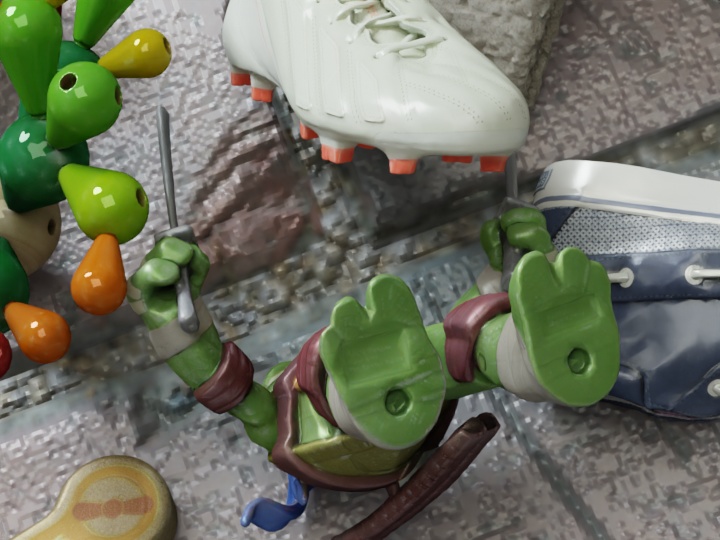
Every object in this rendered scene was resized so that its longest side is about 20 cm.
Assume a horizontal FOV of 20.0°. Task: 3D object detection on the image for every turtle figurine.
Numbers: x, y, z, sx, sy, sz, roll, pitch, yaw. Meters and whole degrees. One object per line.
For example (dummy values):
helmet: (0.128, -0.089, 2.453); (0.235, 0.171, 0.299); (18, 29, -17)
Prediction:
turtle figurine: (0.000, 0.000, 0.719); (0.144, 0.194, 0.201); (25, 79, -19)

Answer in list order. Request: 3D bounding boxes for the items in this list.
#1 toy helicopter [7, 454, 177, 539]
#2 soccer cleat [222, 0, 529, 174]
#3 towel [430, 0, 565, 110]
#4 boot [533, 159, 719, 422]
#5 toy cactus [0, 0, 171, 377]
toy helicopter: (-0.162, 0.131, 0.777); (0.200, 0.079, 0.132); (-34, 61, -17)
soccer cleat: (-0.001, -0.088, 0.750); (0.069, 0.200, 0.078); (-2, 108, -26)
towel: (0.034, -0.166, 0.789); (0.132, 0.201, 0.034); (31, 40, 22)
boot: (0.158, 0.018, 0.773); (0.199, 0.073, 0.091); (7, 79, 18)
toy cactus: (-0.134, -0.031, 0.767); (0.102, 0.165, 0.201); (14, 64, -19)
